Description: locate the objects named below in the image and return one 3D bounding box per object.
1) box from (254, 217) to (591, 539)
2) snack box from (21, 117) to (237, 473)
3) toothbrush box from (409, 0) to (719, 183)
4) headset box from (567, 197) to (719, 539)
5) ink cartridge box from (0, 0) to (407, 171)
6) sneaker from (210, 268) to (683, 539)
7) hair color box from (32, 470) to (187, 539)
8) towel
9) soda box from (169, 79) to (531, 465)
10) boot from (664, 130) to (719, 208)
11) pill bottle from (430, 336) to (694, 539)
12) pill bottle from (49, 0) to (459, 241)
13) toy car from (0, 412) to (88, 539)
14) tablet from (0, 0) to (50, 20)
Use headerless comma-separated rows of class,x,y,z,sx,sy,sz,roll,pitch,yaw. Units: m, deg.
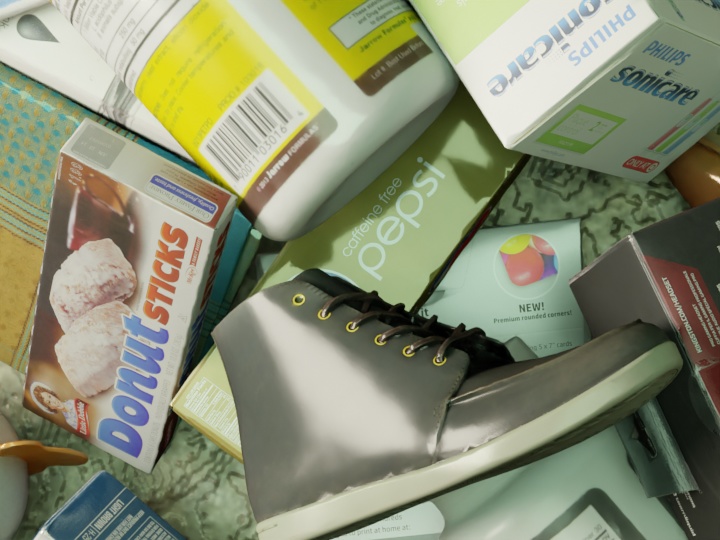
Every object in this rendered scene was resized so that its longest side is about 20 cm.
box,0.037,0.083,1.016,0.155,0.041,0.201,-7,90,2
snack box,-0.104,0.016,0.937,0.072,0.200,0.024,27,54,5
toothbrush box,0.072,-0.146,0.918,0.086,0.146,0.200,-41,69,21
headset box,0.194,0.034,0.895,0.200,0.077,0.149,-22,81,-19
ink cartridge box,-0.088,-0.133,1.000,0.200,0.085,0.146,27,85,1
sneaker,0.025,0.036,0.863,0.200,0.075,0.107,-24,80,26
hair color box,-0.078,0.197,0.990,0.200,0.061,0.100,41,125,3
towel,-0.151,-0.017,1.005,0.200,0.022,0.147,29,120,4
soda box,0.000,0.000,0.965,0.064,0.068,0.200,36,88,5
boot,0.172,0.043,1.002,0.155,0.077,0.200,-43,95,5
pill bottle,0.103,0.130,0.938,0.111,0.111,0.200,-40,88,1
pill bottle,-0.060,-0.117,0.888,0.109,0.109,0.200,-42,86,1
toy car,-0.223,0.100,0.974,0.199,0.177,0.185,-16,76,-10
tablet,-0.115,-0.195,0.958,0.199,0.014,0.130,-20,84,-3
